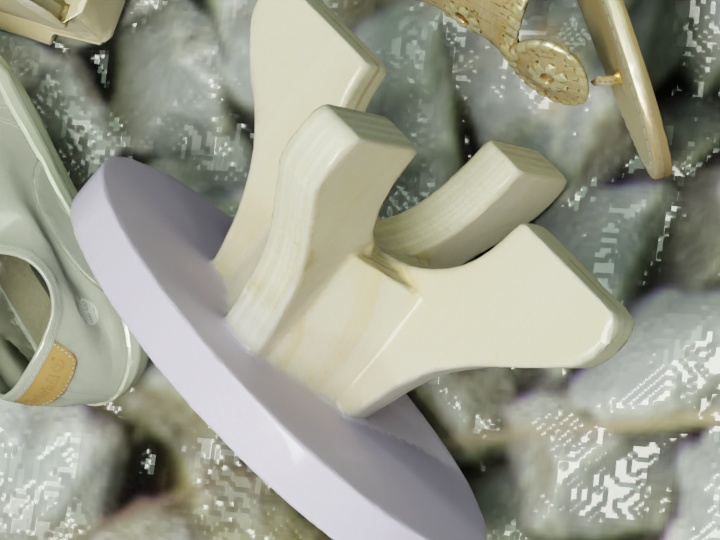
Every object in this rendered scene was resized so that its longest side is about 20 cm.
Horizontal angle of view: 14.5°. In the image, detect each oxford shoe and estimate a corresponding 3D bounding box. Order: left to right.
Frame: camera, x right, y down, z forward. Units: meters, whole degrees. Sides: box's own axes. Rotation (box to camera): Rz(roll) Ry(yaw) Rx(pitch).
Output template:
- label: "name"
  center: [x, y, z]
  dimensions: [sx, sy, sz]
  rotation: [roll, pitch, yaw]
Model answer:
- label: "oxford shoe"
  center: [-0.154, -0.030, 1.086]
  dimensions: [0.200, 0.058, 0.075]
  rotation: [56, 132, 17]

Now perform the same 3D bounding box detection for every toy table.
- label: "toy table"
  center: [0.000, 0.000, 1.004]
  dimensions: [0.200, 0.184, 0.117]
  rotation: [44, 106, 10]

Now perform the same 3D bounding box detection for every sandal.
- label: "sandal"
  center: [0.050, -0.123, 1.050]
  dimensions: [0.070, 0.078, 0.212]
  rotation: [-17, 81, -1]

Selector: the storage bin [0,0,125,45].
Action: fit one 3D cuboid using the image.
- label: "storage bin"
  center: [-0.166, -0.212, 1.124]
  dimensions: [0.198, 0.094, 0.200]
  rotation: [18, 81, 17]
